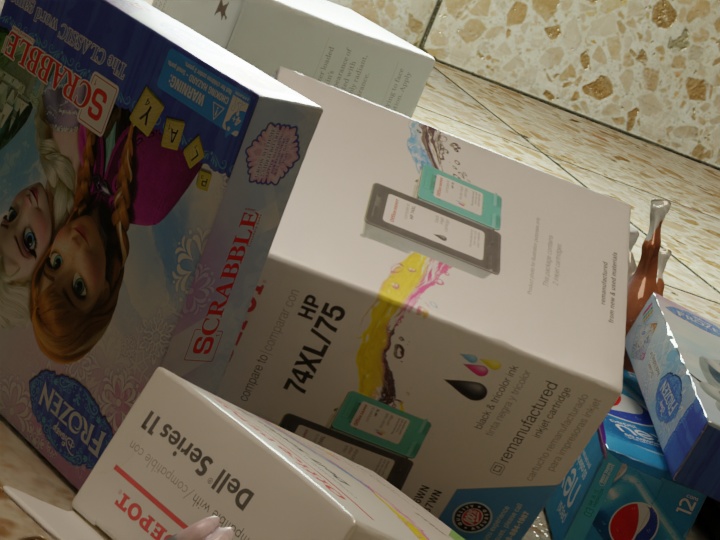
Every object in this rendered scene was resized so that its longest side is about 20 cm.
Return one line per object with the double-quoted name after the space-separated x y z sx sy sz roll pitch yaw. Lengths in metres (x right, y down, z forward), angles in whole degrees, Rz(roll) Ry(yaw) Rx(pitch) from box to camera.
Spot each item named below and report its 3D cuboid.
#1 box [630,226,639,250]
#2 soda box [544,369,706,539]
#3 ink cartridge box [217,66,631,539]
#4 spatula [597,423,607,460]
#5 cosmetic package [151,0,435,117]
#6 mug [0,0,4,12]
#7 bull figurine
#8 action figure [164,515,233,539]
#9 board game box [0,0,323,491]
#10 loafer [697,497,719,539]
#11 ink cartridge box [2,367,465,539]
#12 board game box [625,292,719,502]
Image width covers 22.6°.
0.112 -0.005 1.379 0.101 0.113 0.200 31 15 28 "box"
0.146 0.111 1.061 0.064 0.068 0.200 22 13 -6 "soda box"
0.014 0.024 0.907 0.199 0.147 0.146 21 40 -7 "ink cartridge box"
0.111 0.067 1.007 0.020 0.057 0.200 -12 2 -9 "spatula"
-0.079 -0.158 1.555 0.199 0.165 0.165 16 14 -33 "cosmetic package"
-0.320 -0.169 1.280 0.175 0.148 0.201 25 41 -23 "mug"
0.178 0.030 1.223 0.065 0.122 0.200 8 -14 7 "bull figurine"
-0.131 0.105 0.519 0.149 0.134 0.200 -33 79 -36 "action figure"
-0.123 -0.022 0.832 0.041 0.200 0.200 7 19 -45 "board game box"
0.250 0.136 1.133 0.073 0.072 0.200 19 13 -17 "loafer"
-0.025 0.105 0.674 0.117 0.067 0.200 33 0 37 "ink cartridge box"
0.258 0.105 1.038 0.199 0.044 0.199 27 18 -8 "board game box"
